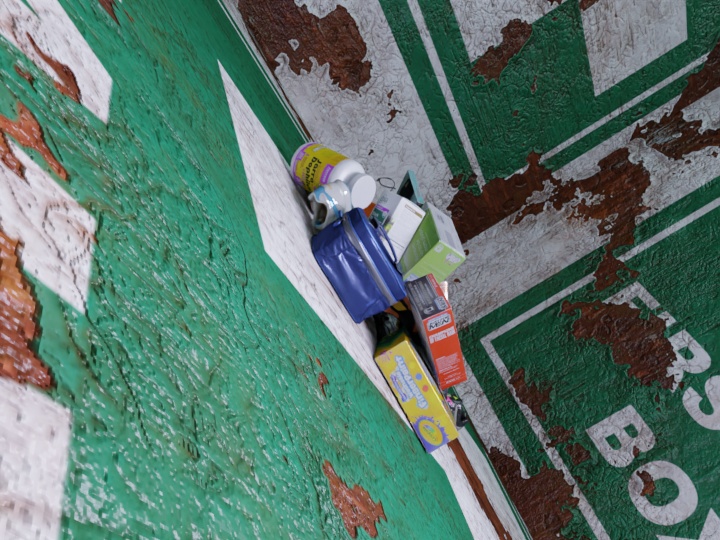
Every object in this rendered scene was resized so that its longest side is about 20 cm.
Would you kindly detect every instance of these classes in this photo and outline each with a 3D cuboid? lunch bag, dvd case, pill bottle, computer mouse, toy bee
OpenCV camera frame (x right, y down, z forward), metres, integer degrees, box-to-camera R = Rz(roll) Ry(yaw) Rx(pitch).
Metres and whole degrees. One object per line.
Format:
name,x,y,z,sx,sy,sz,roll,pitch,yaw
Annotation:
lunch bag,0.002,-0.022,1.084,0.202,0.131,0.136,59,5,-23
dvd case,0.091,-0.118,1.377,0.022,0.202,0.148,13,36,-16
pill bottle,-0.059,-0.202,1.253,0.198,0.105,0.105,31,-14,38
computer mouse,0.055,0.124,1.312,0.111,0.043,0.200,66,9,23
toy bee,0.032,-0.123,1.369,0.130,0.199,0.110,39,-47,21

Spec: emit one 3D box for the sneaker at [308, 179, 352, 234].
sneaker,-0.055,-0.077,1.172,0.076,0.080,0.204,18,-55,53

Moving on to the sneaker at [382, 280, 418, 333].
sneaker,0.122,0.104,1.231,0.200,0.089,0.071,43,23,-36

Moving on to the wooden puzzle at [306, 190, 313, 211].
wooden puzzle,-0.064,-0.139,1.398,0.199,0.037,0.186,36,18,-29

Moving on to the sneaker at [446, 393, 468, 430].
sneaker,0.203,0.323,1.412,0.202,0.086,0.074,58,6,-23

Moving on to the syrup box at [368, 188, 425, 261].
syrup box,0.048,-0.064,1.239,0.081,0.203,0.078,26,5,-36

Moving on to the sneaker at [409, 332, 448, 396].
sneaker,0.120,0.206,1.267,0.071,0.083,0.204,0,61,-39

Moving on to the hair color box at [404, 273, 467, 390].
hair color box,0.148,0.121,1.120,0.112,0.063,0.203,-112,-179,-51

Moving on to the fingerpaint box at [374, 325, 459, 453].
fingerpaint box,0.108,0.222,1.114,0.203,0.072,0.167,60,5,-1

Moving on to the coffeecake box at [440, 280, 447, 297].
coffeecake box,0.183,0.128,1.501,0.154,0.071,0.206,-169,-103,-88

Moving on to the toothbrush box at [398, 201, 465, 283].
toothbrush box,0.121,-0.024,1.264,0.085,0.200,0.147,28,32,-26
